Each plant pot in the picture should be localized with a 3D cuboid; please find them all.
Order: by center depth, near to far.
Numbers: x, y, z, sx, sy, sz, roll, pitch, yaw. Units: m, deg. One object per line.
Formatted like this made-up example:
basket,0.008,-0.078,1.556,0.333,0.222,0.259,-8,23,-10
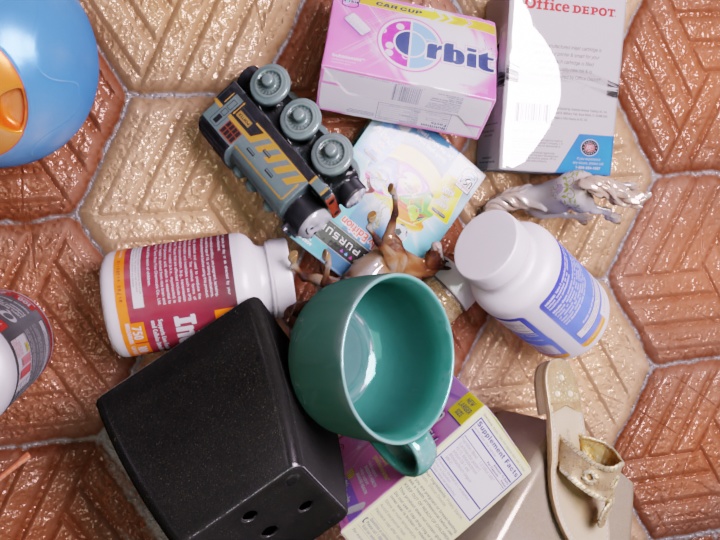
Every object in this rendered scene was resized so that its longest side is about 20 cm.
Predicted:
plant pot,-0.121,0.190,0.686,0.197,0.178,0.202,-33,136,-3
plant pot,0.207,0.287,0.804,0.198,0.199,0.179,38,75,-13

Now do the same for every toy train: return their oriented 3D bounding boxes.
toy train,-0.084,-0.128,0.719,0.114,0.085,0.201,-41,77,-2

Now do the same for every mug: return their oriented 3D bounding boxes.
mug,0.002,0.100,0.652,0.150,0.113,0.191,13,78,-40

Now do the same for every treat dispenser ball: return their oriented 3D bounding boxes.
treat dispenser ball,-0.349,-0.200,0.623,0.195,0.201,0.207,-1,98,-10

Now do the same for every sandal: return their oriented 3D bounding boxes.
sandal,0.242,0.198,0.707,0.076,0.069,0.218,-2,74,-31

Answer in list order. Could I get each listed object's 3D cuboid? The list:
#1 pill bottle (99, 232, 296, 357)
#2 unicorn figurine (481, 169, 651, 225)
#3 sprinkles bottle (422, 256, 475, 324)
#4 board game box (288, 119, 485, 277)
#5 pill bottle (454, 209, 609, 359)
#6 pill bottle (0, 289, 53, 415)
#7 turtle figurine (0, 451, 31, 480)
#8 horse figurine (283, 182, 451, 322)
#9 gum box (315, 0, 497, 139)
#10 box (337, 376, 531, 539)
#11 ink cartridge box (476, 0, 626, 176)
pill bottle,-0.172,0.022,0.730,0.194,0.113,0.116,-10,99,-9
unicorn figurine,0.231,-0.079,0.795,0.134,0.200,0.076,5,68,-24
sprinkles bottle,0.054,0.077,0.804,0.068,0.068,0.200,44,89,-13
board game box,0.031,-0.077,0.789,0.150,0.047,0.202,36,90,-13
pill bottle,0.195,0.015,0.766,0.199,0.112,0.113,34,90,-38
pill bottle,-0.384,0.091,0.654,0.112,0.200,0.119,-2,98,-11
turtle figurine,-0.463,0.197,0.724,0.197,0.064,0.164,-29,94,3
horse figurine,0.000,0.000,0.730,0.198,0.050,0.134,-36,137,-9
gum box,0.056,-0.224,0.728,0.194,0.067,0.116,10,62,-5
box,0.063,0.222,0.769,0.199,0.176,0.097,-39,104,-3
ink cartridge box,0.221,-0.217,0.787,0.142,0.084,0.206,2,97,-10
